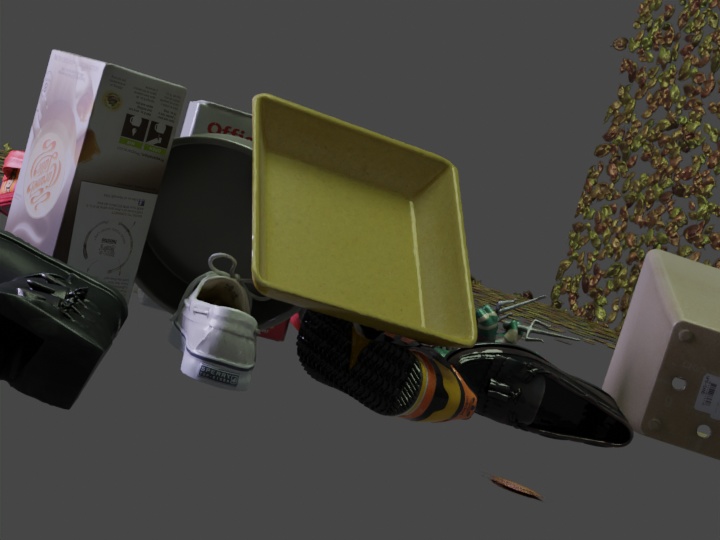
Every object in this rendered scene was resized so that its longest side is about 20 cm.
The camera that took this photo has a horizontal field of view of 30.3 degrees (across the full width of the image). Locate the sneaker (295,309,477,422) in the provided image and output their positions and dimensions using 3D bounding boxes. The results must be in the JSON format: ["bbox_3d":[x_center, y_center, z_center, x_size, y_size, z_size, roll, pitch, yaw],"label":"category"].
[{"bbox_3d":[0.020,0.081,1.123,0.089,0.071,0.200,22,5,-34],"label":"sneaker"}]

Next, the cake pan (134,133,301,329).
[{"bbox_3d":[-0.124,-0.037,1.184,0.198,0.202,0.037,17,35,2],"label":"cake pan"}]

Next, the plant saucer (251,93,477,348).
[{"bbox_3d":[-0.007,-0.030,1.079,0.198,0.049,0.202,17,47,-24],"label":"plant saucer"}]

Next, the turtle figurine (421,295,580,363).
[{"bbox_3d":[0.115,0.080,1.295,0.197,0.102,0.150,2,-14,8],"label":"turtle figurine"}]

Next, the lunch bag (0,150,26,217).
[{"bbox_3d":[-0.304,-0.079,1.440,0.175,0.083,0.199,29,-19,-34],"label":"lunch bag"}]

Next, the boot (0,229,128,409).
[{"bbox_3d":[-0.231,0.023,0.828,0.163,0.066,0.200,15,8,-6],"label":"boot"}]

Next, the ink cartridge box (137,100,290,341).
[{"bbox_3d":[-0.120,-0.050,1.295,0.144,0.202,0.083,16,4,-15],"label":"ink cartridge box"}]

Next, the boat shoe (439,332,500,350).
[{"bbox_3d":[0.087,0.073,1.434,0.092,0.076,0.199,10,-1,32],"label":"boat shoe"}]

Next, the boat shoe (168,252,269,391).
[{"bbox_3d":[-0.109,0.031,1.042,0.074,0.087,0.202,17,4,-8],"label":"boat shoe"}]

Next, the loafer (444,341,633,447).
[{"bbox_3d":[0.167,0.118,1.224,0.198,0.073,0.063,19,6,-24],"label":"loafer"}]

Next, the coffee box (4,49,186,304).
[{"bbox_3d":[-0.228,-0.072,1.111,0.079,0.202,0.114,13,5,-37],"label":"coffee box"}]

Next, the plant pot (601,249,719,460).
[{"bbox_3d":[0.391,0.114,1.493,0.198,0.202,0.177,18,14,7],"label":"plant pot"}]

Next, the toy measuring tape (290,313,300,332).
[{"bbox_3d":[-0.061,0.014,1.401,0.073,0.074,0.200,14,27,-44],"label":"toy measuring tape"}]

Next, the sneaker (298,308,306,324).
[{"bbox_3d":[0.000,0.000,1.327,0.113,0.202,0.076,11,-38,-20],"label":"sneaker"}]
